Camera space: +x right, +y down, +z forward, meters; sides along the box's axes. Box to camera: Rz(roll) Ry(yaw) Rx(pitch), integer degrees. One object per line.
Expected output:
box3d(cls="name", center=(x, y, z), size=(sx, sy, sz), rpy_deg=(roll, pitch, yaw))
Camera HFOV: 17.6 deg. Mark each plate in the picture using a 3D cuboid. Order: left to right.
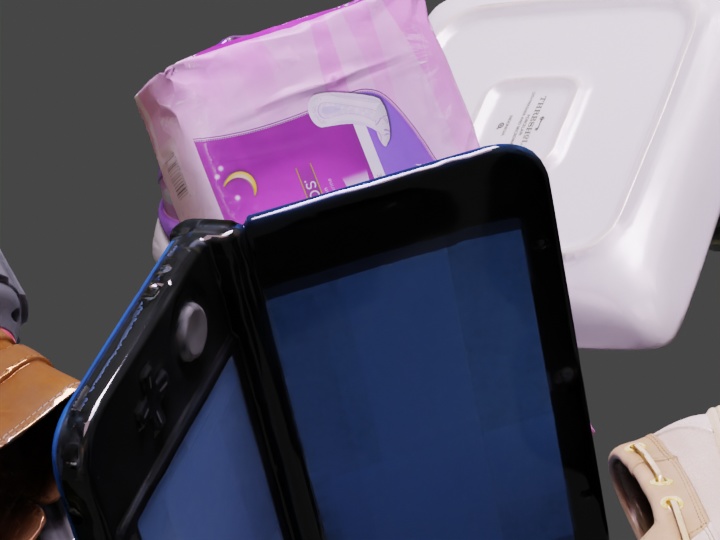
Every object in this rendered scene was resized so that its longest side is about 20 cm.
box3d(cls="plate", center=(0.076, -0.056, 1.028), size=(0.199, 0.032, 0.200), rpy_deg=(0, 55, 38))

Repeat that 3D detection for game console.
box3d(cls="game console", center=(0.000, 0.082, 0.787), size=(0.118, 0.201, 0.171), rpy_deg=(2, 37, 21))

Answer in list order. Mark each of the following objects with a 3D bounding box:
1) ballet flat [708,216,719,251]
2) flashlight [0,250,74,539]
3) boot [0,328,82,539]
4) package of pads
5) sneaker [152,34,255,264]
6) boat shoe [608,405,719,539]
box3d(cls="ballet flat", center=(0.131, -0.076, 1.082), size=(0.072, 0.072, 0.201), rpy_deg=(-12, 35, 2))
box3d(cls="flashlight", center=(-0.140, 0.060, 0.948), size=(0.067, 0.068, 0.200), rpy_deg=(-27, 50, -4))
box3d(cls="boot", center=(-0.160, 0.028, 0.901), size=(0.154, 0.074, 0.201), rpy_deg=(10, 75, 39))
box3d(cls="package of pads", center=(0.000, 0.000, 0.922), size=(0.120, 0.201, 0.076), rpy_deg=(-20, -6, -14))
box3d(cls="sneaker", center=(-0.039, -0.082, 1.137), size=(0.080, 0.089, 0.200), rpy_deg=(7, 38, 30))
box3d(cls="boat shoe", center=(0.121, 0.118, 0.814), size=(0.069, 0.074, 0.200), rpy_deg=(-12, 25, 7))
